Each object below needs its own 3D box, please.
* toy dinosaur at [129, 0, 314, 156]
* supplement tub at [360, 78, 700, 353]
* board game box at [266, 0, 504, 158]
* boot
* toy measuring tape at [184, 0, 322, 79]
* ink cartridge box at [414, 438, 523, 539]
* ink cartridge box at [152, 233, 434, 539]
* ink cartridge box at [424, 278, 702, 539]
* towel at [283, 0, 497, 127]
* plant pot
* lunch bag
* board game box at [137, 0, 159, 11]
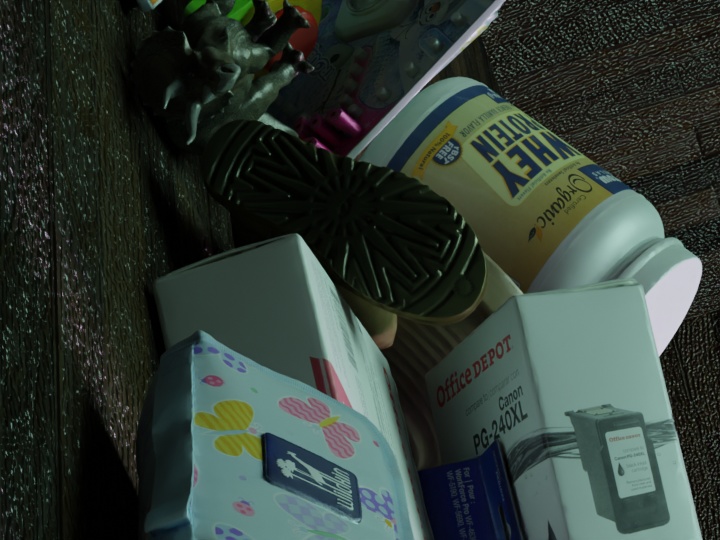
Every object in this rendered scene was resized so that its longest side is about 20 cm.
[{"bbox_3d":[-0.078,-0.104,1.561,0.077,0.102,0.200,45,-10,11],"label":"toy dinosaur"},{"bbox_3d":[0.100,-0.013,1.805,0.200,0.145,0.144,36,-5,19],"label":"supplement tub"},{"bbox_3d":[0.008,-0.169,1.706,0.026,0.200,0.200,41,5,-34],"label":"board game box"},{"bbox_3d":[0.000,0.000,1.553,0.175,0.066,0.200,33,-14,17],"label":"boot"},{"bbox_3d":[-0.031,-0.167,1.680,0.074,0.200,0.074,43,-24,24],"label":"toy measuring tape"},{"bbox_3d":[0.039,0.174,1.582,0.200,0.039,0.100,124,-43,-58],"label":"ink cartridge box"},{"bbox_3d":[-0.028,0.089,1.456,0.200,0.084,0.146,53,22,-65],"label":"ink cartridge box"},{"bbox_3d":[0.111,0.123,1.551,0.145,0.083,0.201,134,-52,-62],"label":"ink cartridge box"},{"bbox_3d":[0.007,-0.126,1.777,0.048,0.200,0.171,46,12,-7],"label":"towel"},{"bbox_3d":[0.025,0.055,1.723,0.201,0.093,0.201,37,-26,21],"label":"plant pot"},{"bbox_3d":[-0.029,0.143,1.199,0.170,0.127,0.201,-96,160,-63],"label":"lunch bag"},{"bbox_3d":[-0.131,-0.258,1.627,0.200,0.026,0.201,-71,144,-77],"label":"board game box"}]
